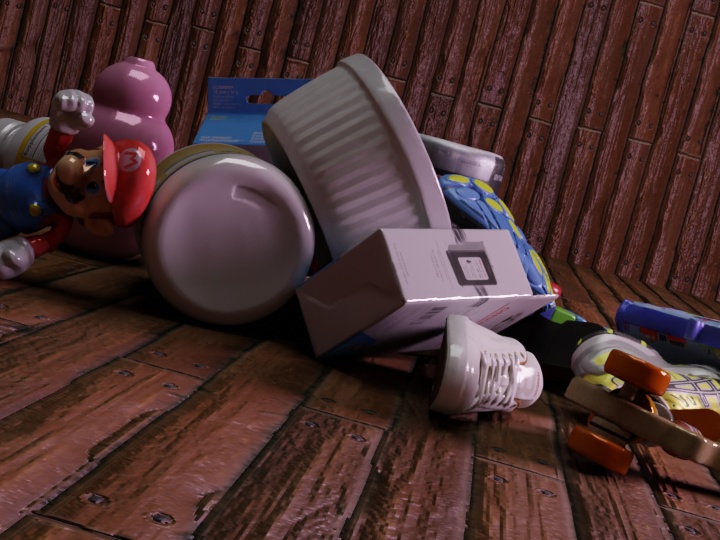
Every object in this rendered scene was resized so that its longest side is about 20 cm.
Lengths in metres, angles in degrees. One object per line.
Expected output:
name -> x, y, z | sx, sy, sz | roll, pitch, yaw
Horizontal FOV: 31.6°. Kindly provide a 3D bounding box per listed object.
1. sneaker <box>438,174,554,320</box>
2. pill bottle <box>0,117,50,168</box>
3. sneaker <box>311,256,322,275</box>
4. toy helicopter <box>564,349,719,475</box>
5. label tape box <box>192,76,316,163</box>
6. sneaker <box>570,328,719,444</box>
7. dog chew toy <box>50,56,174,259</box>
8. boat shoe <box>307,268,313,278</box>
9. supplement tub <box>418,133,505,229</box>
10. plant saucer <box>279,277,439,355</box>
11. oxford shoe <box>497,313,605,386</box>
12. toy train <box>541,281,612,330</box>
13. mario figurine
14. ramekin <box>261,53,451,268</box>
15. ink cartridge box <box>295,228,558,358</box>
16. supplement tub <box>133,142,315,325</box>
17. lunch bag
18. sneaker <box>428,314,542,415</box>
sneaker -> 0.114, -0.011, 1.167 | 0.200, 0.083, 0.071 | 51, 17, -46
pill bottle -> -0.336, -0.113, 1.456 | 0.200, 0.112, 0.111 | 17, 7, 23
sneaker -> 0.000, 0.000, 1.234 | 0.200, 0.078, 0.090 | 28, 43, 35
toy helicopter -> 0.243, 0.131, 0.939 | 0.200, 0.079, 0.132 | 26, -2, 2
label tape box -> -0.111, -0.111, 1.417 | 0.144, 0.200, 0.063 | 2, 14, 11
sneaker -> 0.272, 0.121, 1.088 | 0.200, 0.075, 0.076 | 18, 38, -7
dog chew toy -> -0.244, -0.116, 1.282 | 0.124, 0.200, 0.125 | 15, 6, -1
boat shoe -> -0.024, -0.012, 1.343 | 0.200, 0.074, 0.066 | -4, -11, 14
supplement tub -> 0.079, -0.045, 1.412 | 0.122, 0.200, 0.123 | 15, 6, -2
plant saucer -> 0.004, 0.045, 1.237 | 0.200, 0.030, 0.200 | 15, 6, -2
oxford shoe -> 0.173, 0.081, 1.242 | 0.200, 0.071, 0.071 | 18, -24, 50
toy train -> 0.199, 0.052, 1.422 | 0.116, 0.085, 0.200 | 24, 3, -17
mario figurine -> -0.262, -0.070, 1.024 | 0.200, 0.124, 0.106 | -10, 23, 14
ramekin -> -0.008, -0.081, 1.132 | 0.105, 0.200, 0.200 | -26, 15, -8
ink cartridge box -> 0.059, 0.018, 1.074 | 0.200, 0.067, 0.116 | -1, -25, -45
supplement tub -> -0.127, -0.039, 1.130 | 0.144, 0.145, 0.200 | 13, 7, -15
lunch bag -> 0.331, 0.083, 1.176 | 0.150, 0.094, 0.200 | 18, -7, 37
sneaker -> 0.101, 0.075, 0.986 | 0.085, 0.073, 0.200 | 13, 5, 9
